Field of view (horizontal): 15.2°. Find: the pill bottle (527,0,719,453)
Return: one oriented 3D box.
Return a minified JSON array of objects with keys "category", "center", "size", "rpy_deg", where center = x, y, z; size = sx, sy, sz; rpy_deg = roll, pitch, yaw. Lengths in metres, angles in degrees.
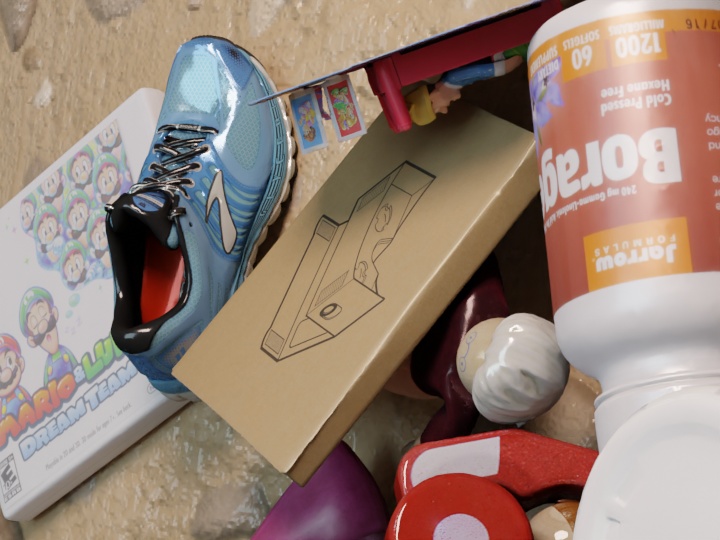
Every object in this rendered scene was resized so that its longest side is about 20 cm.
[{"category":"pill bottle","center":[0.139,-0.017,1.212],"size":[0.112,0.112,0.200],"rpy_deg":[-20,68,41]}]

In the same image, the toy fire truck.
[{"category":"toy fire truck","center":[0.095,0.166,1.202],"size":[0.112,0.168,0.200],"rpy_deg":[108,152,-62]}]

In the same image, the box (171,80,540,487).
[{"category":"box","center":[0.000,0.000,1.328],"size":[0.200,0.021,0.163],"rpy_deg":[-51,26,-3]}]

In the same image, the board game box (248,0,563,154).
[{"category":"board game box","center":[0.048,-0.097,1.305],"size":[0.200,0.158,0.039],"rpy_deg":[-16,95,41]}]

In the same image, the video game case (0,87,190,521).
[{"category":"video game case","center":[-0.161,0.021,1.566],"size":[0.200,0.024,0.182],"rpy_deg":[-37,58,35]}]

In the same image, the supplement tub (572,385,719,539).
[{"category":"supplement tub","center":[0.189,0.116,1.073],"size":[0.122,0.200,0.123],"rpy_deg":[-11,74,43]}]

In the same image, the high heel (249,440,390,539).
[{"category":"high heel","center":[-0.065,0.164,1.411],"size":[0.200,0.067,0.096],"rpy_deg":[-24,75,24]}]

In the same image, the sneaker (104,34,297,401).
[{"category":"sneaker","center":[-0.091,-0.035,1.446],"size":[0.078,0.090,0.200],"rpy_deg":[-4,71,28]}]

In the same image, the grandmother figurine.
[{"category":"grandmother figurine","center":[0.039,0.039,1.301],"size":[0.200,0.060,0.121],"rpy_deg":[-169,82,-66]}]
